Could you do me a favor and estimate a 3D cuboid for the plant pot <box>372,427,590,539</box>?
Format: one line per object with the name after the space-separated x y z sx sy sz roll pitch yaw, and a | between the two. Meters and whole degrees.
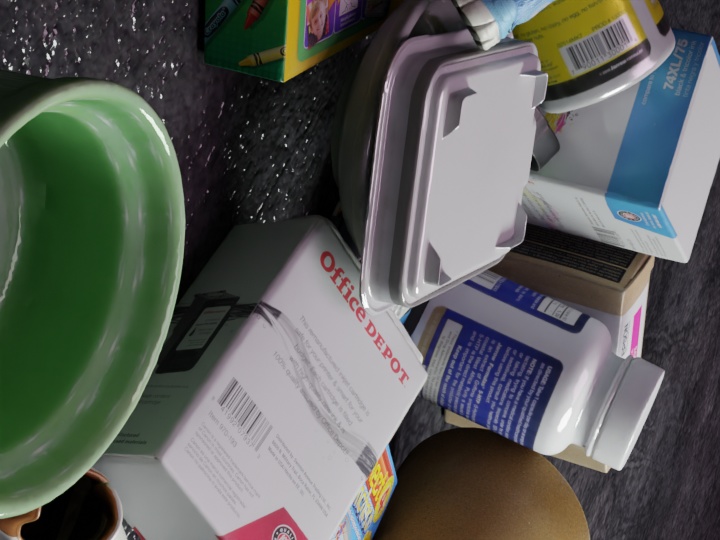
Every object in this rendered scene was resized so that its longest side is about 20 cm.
0.064 0.253 1.332 0.200 0.185 0.188 -35 136 -55 | plant pot

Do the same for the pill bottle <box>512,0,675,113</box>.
0.138 -0.227 1.191 0.114 0.114 0.201 -46 114 -47 | pill bottle

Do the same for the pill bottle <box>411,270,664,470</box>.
0.140 0.081 1.352 0.120 0.199 0.120 -58 165 -26 | pill bottle

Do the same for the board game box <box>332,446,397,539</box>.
-0.044 0.199 1.180 0.200 0.055 0.197 76 37 -65 | board game box

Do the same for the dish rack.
0.067 -0.065 1.049 0.200 0.043 0.173 -25 125 -61 | dish rack

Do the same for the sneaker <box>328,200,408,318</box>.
0.000 0.000 1.178 0.200 0.079 0.079 -42 159 -8 | sneaker

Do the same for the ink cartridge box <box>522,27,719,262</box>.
0.181 -0.115 1.337 0.147 0.198 0.147 -71 157 -10 | ink cartridge box

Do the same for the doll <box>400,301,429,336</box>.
0.032 0.013 1.275 0.137 0.048 0.202 97 15 -79 | doll

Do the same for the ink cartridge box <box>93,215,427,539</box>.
-0.061 0.086 1.015 0.146 0.083 0.201 56 50 -29 | ink cartridge box

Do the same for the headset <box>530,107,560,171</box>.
0.085 -0.157 1.197 0.094 0.123 0.200 -46 128 -1 | headset

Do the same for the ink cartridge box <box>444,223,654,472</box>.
0.163 0.061 1.456 0.075 0.163 0.202 -45 143 -48 | ink cartridge box

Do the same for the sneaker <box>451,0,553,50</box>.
0.105 -0.219 1.041 0.079 0.089 0.201 53 26 -38 | sneaker

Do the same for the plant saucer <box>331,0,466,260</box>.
0.025 -0.093 1.063 0.200 0.050 0.202 14 90 -69 | plant saucer

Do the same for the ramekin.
-0.174 0.002 0.749 0.200 0.097 0.202 -45 143 -48 | ramekin

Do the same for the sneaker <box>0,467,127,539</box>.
-0.159 0.146 0.896 0.073 0.084 0.200 -68 158 -16 | sneaker

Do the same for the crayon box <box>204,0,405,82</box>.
-0.020 -0.203 1.010 0.200 0.058 0.120 -38 138 -54 | crayon box
